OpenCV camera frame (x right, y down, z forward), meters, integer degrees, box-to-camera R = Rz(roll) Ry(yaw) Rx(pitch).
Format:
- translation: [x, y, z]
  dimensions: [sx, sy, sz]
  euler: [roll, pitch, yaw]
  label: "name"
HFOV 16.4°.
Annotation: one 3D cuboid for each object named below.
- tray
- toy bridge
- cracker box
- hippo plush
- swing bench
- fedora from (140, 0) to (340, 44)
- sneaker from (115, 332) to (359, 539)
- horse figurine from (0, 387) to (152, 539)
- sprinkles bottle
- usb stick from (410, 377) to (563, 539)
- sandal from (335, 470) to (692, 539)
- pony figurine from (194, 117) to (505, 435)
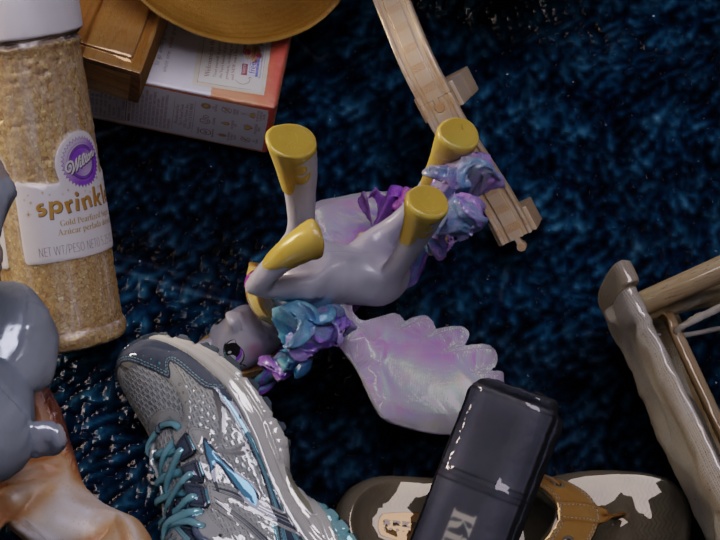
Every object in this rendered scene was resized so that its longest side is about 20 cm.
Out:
- translation: [-0.145, -0.200, 1.447]
  dimensions: [0.099, 0.037, 0.200]
  euler: [17, 60, 0]
  label: "tray"
- translation: [0.049, -0.100, 1.430]
  dimensions: [0.027, 0.067, 0.200]
  euler: [-26, 96, 14]
  label: "toy bridge"
- translation: [-0.139, -0.157, 1.478]
  dimensions: [0.200, 0.058, 0.134]
  euler: [12, 61, -3]
  label: "cracker box"
- translation: [-0.207, 0.039, 1.259]
  dimensions: [0.159, 0.161, 0.200]
  euler: [-19, 45, 32]
  label: "hippo plush"
- translation: [0.254, 0.077, 1.382]
  dimensions: [0.200, 0.130, 0.199]
  euler: [-18, 68, -10]
  label: "swing bench"
- translation: [-0.068, -0.227, 1.412]
  dimensions: [0.201, 0.082, 0.201]
  euler: [13, 66, -33]
  label: "fedora"
- translation: [-0.076, 0.121, 1.326]
  dimensions: [0.086, 0.078, 0.200]
  euler: [-29, 74, -34]
  label: "sneaker"
- translation: [-0.164, 0.152, 1.327]
  dimensions: [0.200, 0.050, 0.133]
  euler: [39, 67, 18]
  label: "horse figurine"
- translation: [-0.175, -0.057, 1.364]
  dimensions: [0.068, 0.068, 0.200]
  euler: [-10, 101, -12]
  label: "sprinkles bottle"
- translation: [0.051, 0.155, 1.326]
  dimensions: [0.055, 0.033, 0.200]
  euler: [21, 87, 10]
  label: "usb stick"
- translation: [0.086, 0.140, 1.365]
  dimensions: [0.200, 0.054, 0.080]
  euler: [3, 64, -6]
  label: "sandal"
- translation: [0.000, 0.000, 1.367]
  dimensions: [0.193, 0.200, 0.167]
  euler: [-5, 57, -27]
  label: "pony figurine"
